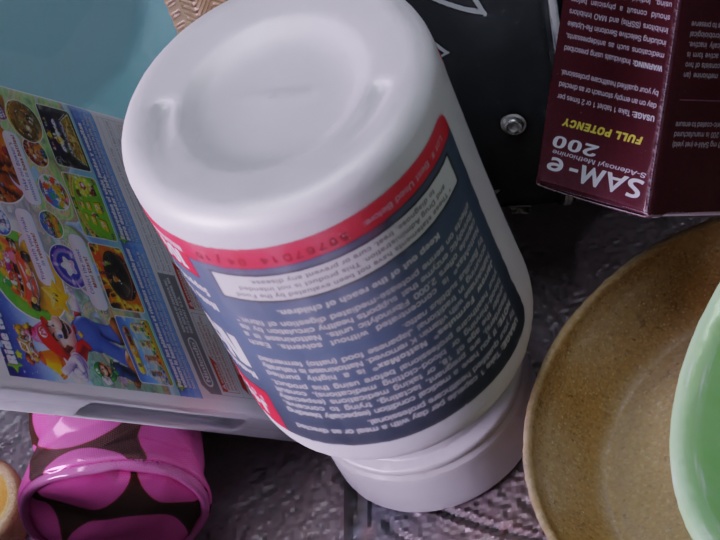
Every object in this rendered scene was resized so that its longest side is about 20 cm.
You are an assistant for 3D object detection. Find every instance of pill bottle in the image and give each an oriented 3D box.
[{"bbox_3d":[0.000,0.000,0.838,0.119,0.201,0.120,-12,47,14],"label":"pill bottle"}]

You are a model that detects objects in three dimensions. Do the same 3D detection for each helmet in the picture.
[{"bbox_3d":[0.058,-0.122,0.929,0.190,0.201,0.200,-28,44,-22],"label":"helmet"}]

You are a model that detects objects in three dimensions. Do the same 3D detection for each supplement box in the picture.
[{"bbox_3d":[0.134,-0.124,0.831,0.061,0.108,0.202,18,104,45],"label":"supplement box"}]

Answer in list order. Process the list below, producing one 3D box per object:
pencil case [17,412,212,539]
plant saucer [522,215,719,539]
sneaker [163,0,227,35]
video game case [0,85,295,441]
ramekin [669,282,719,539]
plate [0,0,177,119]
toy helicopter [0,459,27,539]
[{"bbox_3d":[-0.109,0.032,0.941,0.094,0.090,0.201,-53,31,38],"label":"pencil case"},{"bbox_3d":[0.160,0.061,0.830,0.198,0.036,0.201,-12,48,14],"label":"plant saucer"},{"bbox_3d":[-0.031,-0.085,1.021,0.070,0.108,0.202,-20,76,30],"label":"sneaker"},{"bbox_3d":[-0.100,-0.005,0.872,0.018,0.199,0.144,-35,65,26],"label":"video game case"},{"bbox_3d":[0.203,0.041,0.693,0.200,0.098,0.201,-36,31,26],"label":"ramekin"},{"bbox_3d":[-0.161,-0.141,1.060,0.026,0.200,0.201,-16,36,56],"label":"plate"},{"bbox_3d":[-0.190,0.045,0.989,0.131,0.079,0.201,-26,56,-12],"label":"toy helicopter"}]
